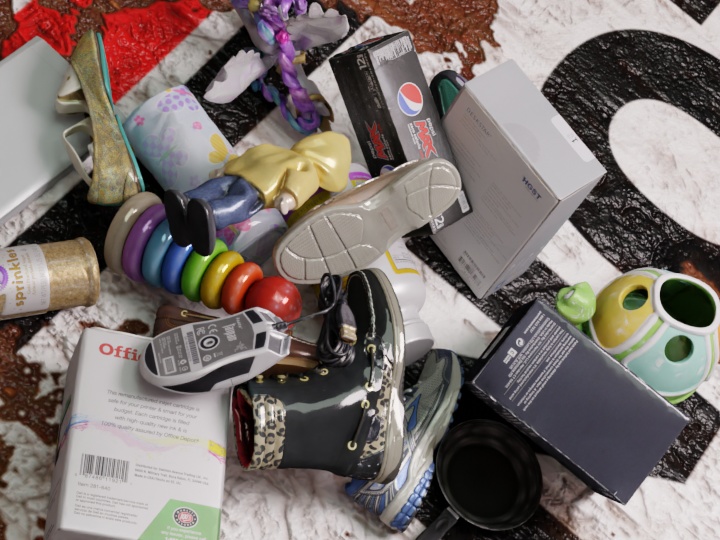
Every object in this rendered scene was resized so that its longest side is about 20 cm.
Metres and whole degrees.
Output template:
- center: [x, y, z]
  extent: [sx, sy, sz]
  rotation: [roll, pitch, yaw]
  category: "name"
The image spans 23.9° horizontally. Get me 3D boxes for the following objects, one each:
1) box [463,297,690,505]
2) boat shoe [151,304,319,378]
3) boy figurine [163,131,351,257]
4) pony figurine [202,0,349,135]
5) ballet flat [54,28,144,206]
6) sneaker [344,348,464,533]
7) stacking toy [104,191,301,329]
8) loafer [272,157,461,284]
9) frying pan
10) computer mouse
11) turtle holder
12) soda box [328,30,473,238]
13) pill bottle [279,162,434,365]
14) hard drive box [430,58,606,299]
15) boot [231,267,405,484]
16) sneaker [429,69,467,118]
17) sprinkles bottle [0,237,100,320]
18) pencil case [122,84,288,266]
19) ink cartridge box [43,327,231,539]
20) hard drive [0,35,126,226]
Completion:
- center: [0.201, 0.125, 1.641]
  extent: [0.182, 0.200, 0.104]
  rotation: [39, 87, 2]
  category: "box"
- center: [-0.102, 0.073, 1.634]
  extent: [0.198, 0.070, 0.071]
  rotation: [10, 61, -17]
  category: "boat shoe"
- center: [-0.092, -0.081, 1.614]
  extent: [0.199, 0.065, 0.124]
  rotation: [-26, 31, -38]
  category: "boy figurine"
- center: [-0.090, -0.244, 1.776]
  extent: [0.166, 0.193, 0.201]
  rotation: [-27, 74, 8]
  category: "pony figurine"
- center: [-0.267, -0.151, 1.677]
  extent: [0.070, 0.071, 0.201]
  rotation: [-7, 64, -26]
  category: "ballet flat"
- center: [0.041, 0.149, 1.649]
  extent: [0.085, 0.077, 0.201]
  rotation: [24, 54, -2]
  category: "sneaker"
- center: [-0.143, 0.002, 1.618]
  extent: [0.199, 0.086, 0.085]
  rotation: [26, 52, 17]
  category: "stacking toy"
- center: [0.002, -0.050, 1.641]
  extent: [0.199, 0.063, 0.072]
  rotation: [-28, 112, -8]
  category: "loafer"
- center: [0.113, 0.232, 1.654]
  extent: [0.114, 0.031, 0.191]
  rotation: [27, 57, -6]
  category: "frying pan"
- center: [-0.100, 0.069, 1.525]
  extent: [0.198, 0.044, 0.110]
  rotation: [-15, 42, -3]
  category: "computer mouse"
- center: [0.295, 0.053, 1.777]
  extent: [0.185, 0.132, 0.141]
  rotation: [37, 54, 1]
  category: "turtle holder"
- center: [0.041, -0.137, 1.729]
  extent: [0.063, 0.070, 0.202]
  rotation: [-29, 105, -35]
  category: "soda box"
- center: [0.000, 0.000, 1.702]
  extent: [0.104, 0.104, 0.201]
  rotation: [-14, 67, -29]
  category: "pill bottle"
- center: [0.140, -0.091, 1.757]
  extent: [0.077, 0.200, 0.156]
  rotation: [-29, 75, -33]
  category: "hard drive box"
- center: [-0.039, 0.093, 1.563]
  extent: [0.152, 0.073, 0.206]
  rotation: [4, 74, -24]
  category: "boot"
- center: [0.152, -0.139, 1.881]
  extent: [0.087, 0.074, 0.201]
  rotation: [-28, 85, -44]
  category: "sneaker"
- center: [-0.344, 0.014, 1.571]
  extent: [0.198, 0.068, 0.069]
  rotation: [-9, 64, -28]
  category: "sprinkles bottle"
- center: [-0.156, -0.087, 1.702]
  extent: [0.083, 0.091, 0.201]
  rotation: [-16, 67, -53]
  category: "pencil case"
- center: [-0.199, 0.167, 1.528]
  extent: [0.144, 0.084, 0.202]
  rotation: [12, 56, -16]
  category: "ink cartridge box"
- center: [-0.345, -0.137, 1.688]
  extent: [0.132, 0.026, 0.200]
  rotation: [42, 53, 5]
  category: "hard drive"
